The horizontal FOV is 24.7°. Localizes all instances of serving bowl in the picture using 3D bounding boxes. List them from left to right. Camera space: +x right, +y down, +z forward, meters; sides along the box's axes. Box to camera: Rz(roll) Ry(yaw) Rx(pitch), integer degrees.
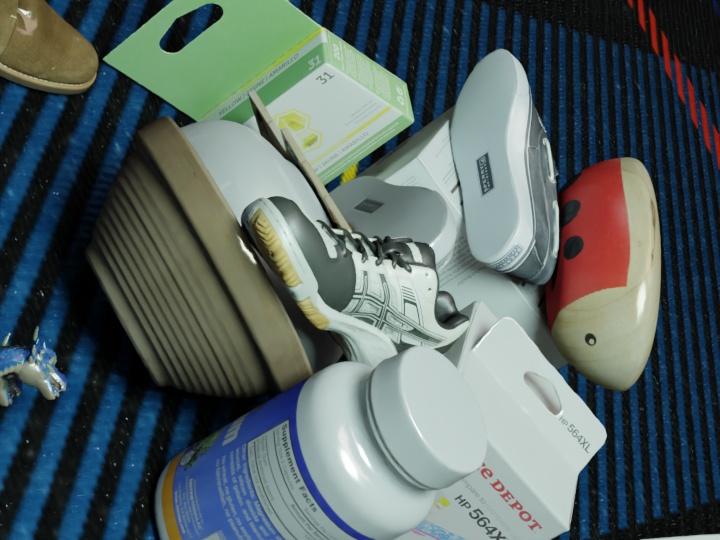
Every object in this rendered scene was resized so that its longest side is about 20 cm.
[{"bbox_3d":[-0.057,-0.022,1.148,0.201,0.065,0.200,60,-7,13],"label":"serving bowl"}]

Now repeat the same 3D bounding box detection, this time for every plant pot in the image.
[{"bbox_3d":[-0.117,0.009,1.064,0.202,0.092,0.201,60,-8,14],"label":"plant pot"}]

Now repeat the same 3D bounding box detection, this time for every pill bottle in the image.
[{"bbox_3d":[-0.023,0.125,1.012,0.112,0.199,0.113,37,36,-33],"label":"pill bottle"}]

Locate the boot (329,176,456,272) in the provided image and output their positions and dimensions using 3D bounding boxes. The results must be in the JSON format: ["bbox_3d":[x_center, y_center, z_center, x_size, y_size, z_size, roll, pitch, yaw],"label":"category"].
[{"bbox_3d":[0.035,-0.006,1.177,0.096,0.073,0.200,58,-7,-20],"label":"boot"}]

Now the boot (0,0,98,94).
[{"bbox_3d":[-0.247,-0.193,1.129,0.200,0.075,0.074,35,33,-36],"label":"boot"}]

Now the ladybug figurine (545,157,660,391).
[{"bbox_3d":[0.181,-0.003,1.246,0.071,0.136,0.201,8,51,-3],"label":"ladybug figurine"}]

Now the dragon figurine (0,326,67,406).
[{"bbox_3d":[-0.252,0.033,0.902,0.200,0.059,0.100,41,32,-28],"label":"dragon figurine"}]

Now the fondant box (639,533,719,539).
[{"bbox_3d":[0.165,0.258,1.170,0.144,0.200,0.059,9,52,-54],"label":"fondant box"}]

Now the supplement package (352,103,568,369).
[{"bbox_3d":[0.073,-0.001,1.346,0.200,0.151,0.151,52,30,-8],"label":"supplement package"}]

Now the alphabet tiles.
[{"bbox_3d":[-0.029,-0.033,1.193,0.201,0.008,0.168,58,-9,29],"label":"alphabet tiles"}]

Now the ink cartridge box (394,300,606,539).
[{"bbox_3d":[0.056,0.130,1.133,0.129,0.199,0.125,47,29,-15],"label":"ink cartridge box"}]

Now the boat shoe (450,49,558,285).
[{"bbox_3d":[0.120,-0.079,1.264,0.068,0.072,0.201,28,43,-36],"label":"boat shoe"}]

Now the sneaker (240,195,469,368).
[{"bbox_3d":[0.000,0.000,1.024,0.076,0.088,0.200,53,3,41],"label":"sneaker"}]

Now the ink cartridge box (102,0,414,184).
[{"bbox_3d":[-0.077,-0.137,1.261,0.199,0.145,0.048,29,40,-40],"label":"ink cartridge box"}]
